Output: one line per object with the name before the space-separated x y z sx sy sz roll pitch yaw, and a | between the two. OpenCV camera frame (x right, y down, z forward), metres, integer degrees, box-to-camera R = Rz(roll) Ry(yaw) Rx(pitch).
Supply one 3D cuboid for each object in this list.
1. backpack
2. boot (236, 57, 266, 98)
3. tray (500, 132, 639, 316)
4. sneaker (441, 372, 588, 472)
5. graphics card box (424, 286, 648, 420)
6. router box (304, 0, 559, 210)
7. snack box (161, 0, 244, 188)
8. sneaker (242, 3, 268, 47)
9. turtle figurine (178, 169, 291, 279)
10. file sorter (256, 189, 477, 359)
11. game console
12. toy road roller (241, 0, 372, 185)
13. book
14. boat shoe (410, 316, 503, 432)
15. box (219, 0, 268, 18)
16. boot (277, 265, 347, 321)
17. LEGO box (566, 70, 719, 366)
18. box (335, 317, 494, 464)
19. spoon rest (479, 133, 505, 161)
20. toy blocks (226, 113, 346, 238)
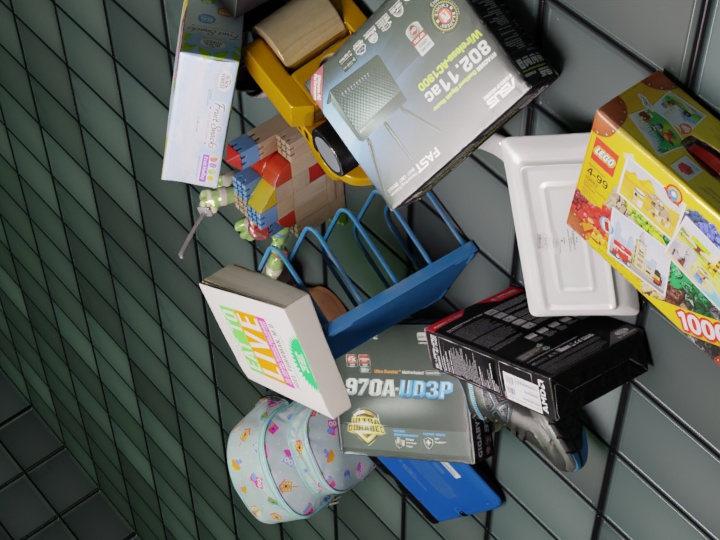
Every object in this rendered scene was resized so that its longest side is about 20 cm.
backpack | -0.084 0.252 2.054 0.152 0.200 0.177 -8 111 46
boot | -0.108 -0.230 1.652 0.200 0.095 0.074 -13 102 63
tray | 0.191 -0.033 1.341 0.106 0.022 0.201 -1 126 19
sneaker | 0.165 0.141 1.575 0.082 0.073 0.201 -47 69 24
graphics card box | 0.171 0.077 1.455 0.199 0.125 0.051 18 125 54
router box | 0.061 -0.173 1.345 0.200 0.062 0.150 -41 82 36
snack box | -0.165 -0.217 1.565 0.201 0.067 0.170 -89 11 -46
sneaker | -0.152 -0.289 1.698 0.088 0.073 0.201 51 151 28
turtle figurine | -0.159 -0.048 1.878 0.143 0.201 0.194 24 -172 -18
file sorter | 0.000 0.000 1.606 0.123 0.199 0.139 56 156 11
game console | 0.073 0.214 1.866 0.170 0.119 0.200 -20 125 35
toy road roller | -0.027 -0.180 1.543 0.201 0.122 0.146 53 166 10
book | -0.088 0.074 1.572 0.199 0.048 0.135 15 130 59
boat shoe | 0.088 0.129 1.747 0.200 0.065 0.072 44 153 29
box | -0.131 -0.389 1.483 0.200 0.124 0.149 51 155 18
boot | -0.072 0.073 1.997 0.200 0.070 0.147 49 161 21
LEGO box | 0.272 -0.037 1.190 0.200 0.077 0.150 46 153 26
box | 0.057 0.136 1.701 0.199 0.046 0.161 0 98 39
spoon rest | 0.160 -0.071 1.404 0.200 0.061 0.100 39 154 9
toy blocks | -0.088 -0.106 1.717 0.100 0.136 0.201 40 151 33
